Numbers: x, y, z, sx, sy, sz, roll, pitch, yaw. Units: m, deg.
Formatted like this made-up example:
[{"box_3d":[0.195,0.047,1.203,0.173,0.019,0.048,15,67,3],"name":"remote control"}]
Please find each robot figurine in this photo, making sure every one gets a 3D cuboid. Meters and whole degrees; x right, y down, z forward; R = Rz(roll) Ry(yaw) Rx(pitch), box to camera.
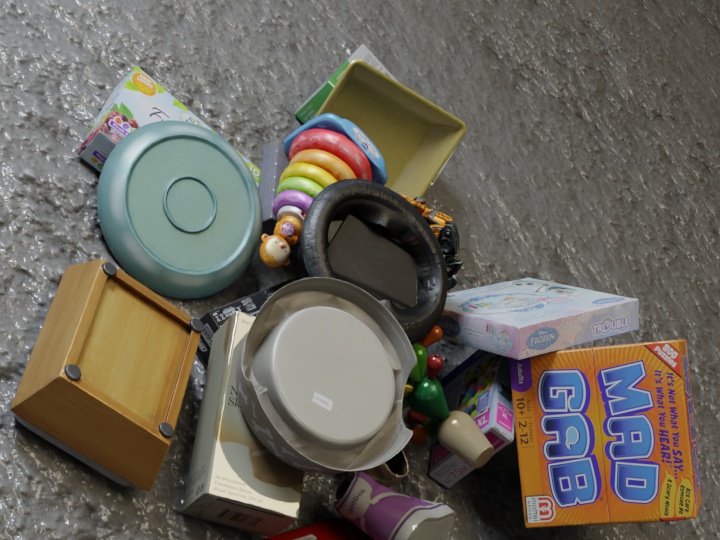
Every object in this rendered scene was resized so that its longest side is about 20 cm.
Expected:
[{"box_3d":[0.049,-0.001,1.644,0.144,0.202,0.058,26,30,18],"name":"robot figurine"}]

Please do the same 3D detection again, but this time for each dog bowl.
[{"box_3d":[-0.036,0.110,1.378,0.198,0.059,0.202,15,59,-26],"name":"dog bowl"}]

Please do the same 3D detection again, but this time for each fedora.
[{"box_3d":[0.000,0.000,1.541,0.199,0.091,0.203,14,66,-32],"name":"fedora"}]

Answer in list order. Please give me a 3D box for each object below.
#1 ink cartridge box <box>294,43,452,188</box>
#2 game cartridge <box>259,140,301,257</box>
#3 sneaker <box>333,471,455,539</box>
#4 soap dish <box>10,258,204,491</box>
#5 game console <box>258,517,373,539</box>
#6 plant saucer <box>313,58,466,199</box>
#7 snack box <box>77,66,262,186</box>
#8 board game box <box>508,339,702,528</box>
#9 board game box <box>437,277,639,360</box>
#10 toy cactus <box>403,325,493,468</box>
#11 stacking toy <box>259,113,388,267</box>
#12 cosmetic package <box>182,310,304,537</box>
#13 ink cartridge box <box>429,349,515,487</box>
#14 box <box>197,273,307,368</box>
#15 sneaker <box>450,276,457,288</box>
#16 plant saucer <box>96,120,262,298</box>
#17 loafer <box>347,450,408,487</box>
[{"box_3d":[0.024,-0.194,1.916,0.200,0.084,0.146,46,34,-7],"name":"ink cartridge box"},{"box_3d":[-0.054,-0.058,1.706,0.200,0.038,0.131,40,35,-38],"name":"game cartridge"},{"box_3d":[0.034,0.260,1.495,0.114,0.073,0.200,30,-7,22],"name":"sneaker"},{"box_3d":[-0.238,0.094,1.343,0.157,0.081,0.201,36,36,-21],"name":"soap dish"},{"box_3d":[-0.039,0.356,1.388,0.172,0.120,0.199,33,22,33],"name":"game console"},{"box_3d":[0.007,-0.156,1.789,0.199,0.201,0.049,26,15,-32],"name":"plant saucer"},{"box_3d":[-0.215,-0.124,1.598,0.200,0.053,0.143,40,34,-19],"name":"snack box"},{"box_3d":[0.300,0.192,1.667,0.200,0.198,0.202,9,75,-74],"name":"board game box"},{"box_3d":[0.200,0.055,1.686,0.198,0.198,0.044,-10,102,-34],"name":"board game box"},{"box_3d":[0.092,0.156,1.573,0.102,0.201,0.165,-34,57,-21],"name":"toy cactus"},{"box_3d":[-0.063,-0.077,1.596,0.116,0.109,0.201,47,49,-17],"name":"stacking toy"},{"box_3d":[-0.108,0.154,1.394,0.104,0.071,0.202,18,58,-21],"name":"cosmetic package"},{"box_3d":[0.142,0.158,1.693,0.042,0.119,0.201,36,36,-16],"name":"ink cartridge box"},{"box_3d":[-0.082,0.098,1.550,0.158,0.050,0.199,56,34,7],"name":"box"},{"box_3d":[0.057,-0.032,1.791,0.200,0.076,0.081,44,22,-57],"name":"sneaker"},{"box_3d":[-0.192,-0.071,1.523,0.198,0.027,0.203,7,77,-29],"name":"plant saucer"},{"box_3d":[0.006,0.148,1.512,0.076,0.067,0.202,-36,111,-52],"name":"loafer"}]
